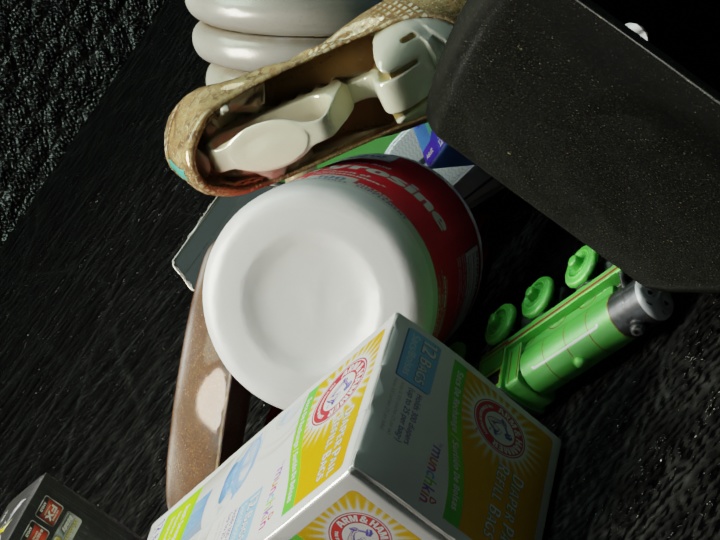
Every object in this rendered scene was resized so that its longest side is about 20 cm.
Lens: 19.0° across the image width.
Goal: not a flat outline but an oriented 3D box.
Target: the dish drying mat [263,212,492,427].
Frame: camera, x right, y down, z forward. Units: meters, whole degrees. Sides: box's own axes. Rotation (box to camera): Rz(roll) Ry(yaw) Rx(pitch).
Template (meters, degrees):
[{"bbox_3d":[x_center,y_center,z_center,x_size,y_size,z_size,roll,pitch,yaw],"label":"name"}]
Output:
[{"bbox_3d":[0.009,0.042,1.295,0.200,0.018,0.077,-40,17,37],"label":"dish drying mat"}]

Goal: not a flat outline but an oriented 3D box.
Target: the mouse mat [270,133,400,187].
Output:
[{"bbox_3d":[0.002,-0.099,1.346,0.199,0.008,0.161,-15,27,-23],"label":"mouse mat"}]

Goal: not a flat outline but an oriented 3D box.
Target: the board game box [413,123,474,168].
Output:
[{"bbox_3d":[0.050,-0.181,1.183,0.152,0.045,0.201,-57,46,53],"label":"board game box"}]

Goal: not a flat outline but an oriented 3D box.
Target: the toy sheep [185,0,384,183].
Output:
[{"bbox_3d":[-0.027,-0.139,1.137,0.138,0.137,0.201,-122,31,-75],"label":"toy sheep"}]

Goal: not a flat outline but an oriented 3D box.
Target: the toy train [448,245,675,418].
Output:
[{"bbox_3d":[0.082,0.041,1.025,0.200,0.042,0.057,-39,29,43],"label":"toy train"}]

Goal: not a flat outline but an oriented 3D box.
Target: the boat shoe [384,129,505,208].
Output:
[{"bbox_3d":[0.100,-0.102,1.252,0.200,0.074,0.067,-33,-21,13],"label":"boat shoe"}]

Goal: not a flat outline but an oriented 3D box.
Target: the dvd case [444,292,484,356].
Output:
[{"bbox_3d":[-0.012,0.104,1.202,0.200,0.018,0.143,-41,18,38],"label":"dvd case"}]

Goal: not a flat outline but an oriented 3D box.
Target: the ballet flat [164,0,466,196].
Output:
[{"bbox_3d":[-0.003,-0.085,1.061,0.199,0.071,0.065,-26,24,8],"label":"ballet flat"}]

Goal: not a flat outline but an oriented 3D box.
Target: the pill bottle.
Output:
[{"bbox_3d":[0.000,0.000,1.095,0.112,0.112,0.200,-48,-4,16],"label":"pill bottle"}]

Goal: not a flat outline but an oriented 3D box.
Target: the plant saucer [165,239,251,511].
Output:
[{"bbox_3d":[-0.084,0.065,1.258,0.200,0.034,0.201,9,-90,-90],"label":"plant saucer"}]

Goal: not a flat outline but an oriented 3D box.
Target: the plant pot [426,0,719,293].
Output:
[{"bbox_3d":[0.142,-0.104,0.897,0.200,0.200,0.177,-60,9,-29],"label":"plant pot"}]

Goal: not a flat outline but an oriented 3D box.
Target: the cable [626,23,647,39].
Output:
[{"bbox_3d":[0.198,-0.168,1.105,0.200,0.069,0.200,-39,19,43],"label":"cable"}]

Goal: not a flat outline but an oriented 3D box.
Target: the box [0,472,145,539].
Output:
[{"bbox_3d":[-0.139,0.222,1.029,0.048,0.158,0.200,-39,18,48],"label":"box"}]

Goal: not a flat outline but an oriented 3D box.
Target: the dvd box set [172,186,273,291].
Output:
[{"bbox_3d":[-0.024,-0.070,1.442,0.200,0.029,0.146,-31,-14,-42],"label":"dvd box set"}]

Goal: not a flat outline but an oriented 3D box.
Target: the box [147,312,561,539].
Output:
[{"bbox_3d":[-0.015,0.131,0.975,0.200,0.101,0.113,-42,18,35],"label":"box"}]
